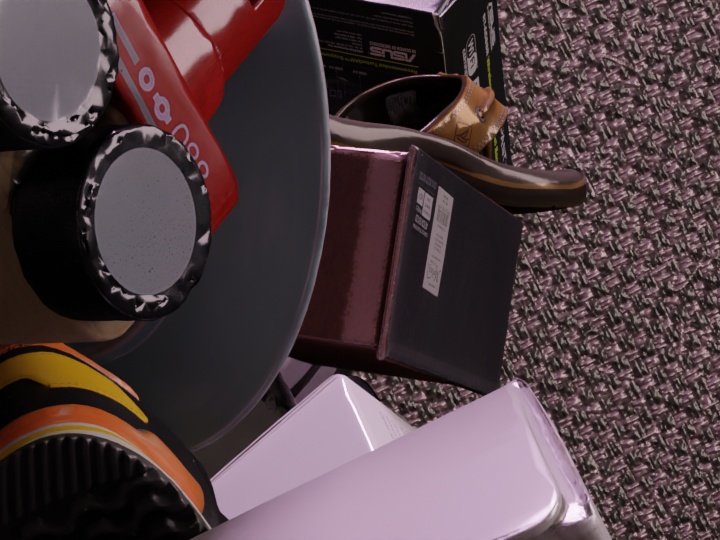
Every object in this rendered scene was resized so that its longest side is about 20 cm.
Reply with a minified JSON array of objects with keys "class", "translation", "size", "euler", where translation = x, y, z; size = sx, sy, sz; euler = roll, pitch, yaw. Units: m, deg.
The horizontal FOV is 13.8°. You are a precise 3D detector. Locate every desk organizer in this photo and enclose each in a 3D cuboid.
[{"class":"desk organizer","translation":[0.000,0.000,1.083],"size":[0.200,0.077,0.072],"euler":[26,73,-75]}]

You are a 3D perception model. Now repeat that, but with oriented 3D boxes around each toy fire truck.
[{"class":"toy fire truck","translation":[-0.059,-0.103,0.732],"size":[0.200,0.128,0.177],"euler":[-52,126,-39]}]

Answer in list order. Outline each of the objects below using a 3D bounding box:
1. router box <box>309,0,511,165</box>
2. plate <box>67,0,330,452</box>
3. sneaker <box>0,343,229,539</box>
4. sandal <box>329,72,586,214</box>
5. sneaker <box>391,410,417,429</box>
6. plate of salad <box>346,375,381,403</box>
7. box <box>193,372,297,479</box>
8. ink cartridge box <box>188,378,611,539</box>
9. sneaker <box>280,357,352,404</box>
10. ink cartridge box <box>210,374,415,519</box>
[{"class":"router box","translation":[-0.036,-0.086,1.289],"size":[0.150,0.199,0.062],"euler":[83,28,-42]},{"class":"plate","translation":[-0.082,-0.043,0.861],"size":[0.025,0.200,0.201],"euler":[-9,65,-42]},{"class":"sneaker","translation":[-0.045,0.098,0.809],"size":[0.201,0.070,0.090],"euler":[60,5,-32]},{"class":"sandal","translation":[0.018,-0.054,1.168],"size":[0.199,0.081,0.055],"euler":[13,82,-43]},{"class":"sneaker","translation":[0.018,0.102,1.291],"size":[0.199,0.075,0.093],"euler":[0,-82,44]},{"class":"plate of salad","translation":[0.008,0.142,1.182],"size":[0.200,0.048,0.201],"euler":[178,-90,-76]},{"class":"box","translation":[-0.082,0.018,1.117],"size":[0.082,0.068,0.201],"euler":[-114,178,-53]},{"class":"ink cartridge box","translation":[0.022,0.150,0.726],"size":[0.201,0.145,0.085],"euler":[63,2,-23]},{"class":"sneaker","translation":[-0.062,0.011,1.281],"size":[0.115,0.076,0.200],"euler":[35,-24,-11]},{"class":"ink cartridge box","translation":[0.044,0.147,0.988],"size":[0.200,0.083,0.147],"euler":[38,17,-42]}]
